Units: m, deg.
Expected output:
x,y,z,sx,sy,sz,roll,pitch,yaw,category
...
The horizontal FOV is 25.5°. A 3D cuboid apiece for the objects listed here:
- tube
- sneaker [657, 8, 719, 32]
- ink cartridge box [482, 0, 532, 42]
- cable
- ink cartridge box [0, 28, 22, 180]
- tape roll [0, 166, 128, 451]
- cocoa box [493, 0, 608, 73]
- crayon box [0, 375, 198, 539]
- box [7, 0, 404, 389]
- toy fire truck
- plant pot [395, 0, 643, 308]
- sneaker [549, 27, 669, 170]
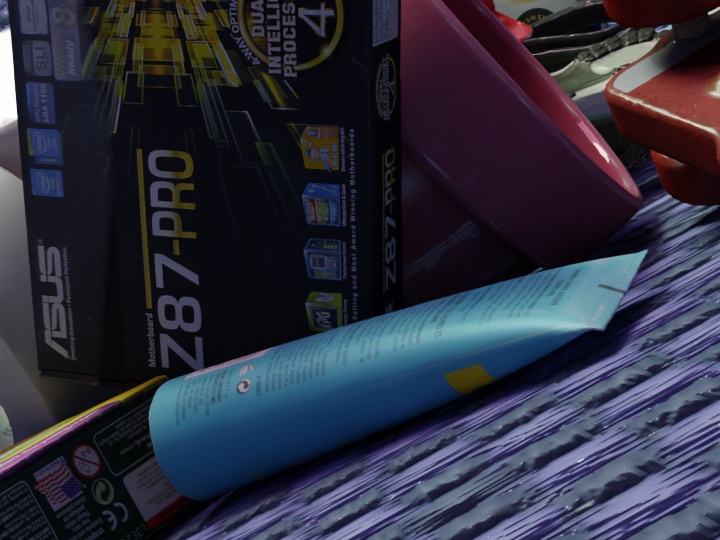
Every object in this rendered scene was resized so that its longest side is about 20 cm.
x,y,z,sx,sy,sz,roll,pitch,yaw,category
0.011,0.037,0.605,0.199,0.051,0.078,-22,16,27,tube
0.236,-0.153,1.225,0.198,0.080,0.131,-17,9,17,sneaker
-0.002,-0.172,0.965,0.116,0.068,0.200,-37,44,-15,ink cartridge box
0.075,-0.114,0.966,0.199,0.051,0.097,-25,39,-8,cable
-0.108,-0.073,0.860,0.199,0.084,0.146,-24,-42,-19,ink cartridge box
-0.190,0.036,0.813,0.066,0.201,0.200,-44,12,-32,tape roll
0.067,-0.118,1.064,0.198,0.133,0.133,-8,0,17,cocoa box
-0.180,0.128,0.647,0.172,0.059,0.200,-27,3,39,crayon box
-0.062,-0.048,0.666,0.160,0.202,0.049,6,18,20,box
0.202,-0.095,0.642,0.199,0.113,0.168,-30,28,-11,toy fire truck
0.006,-0.046,0.764,0.179,0.200,0.200,-44,0,14,plant pot
0.113,-0.064,0.903,0.198,0.089,0.077,-20,27,-10,sneaker
